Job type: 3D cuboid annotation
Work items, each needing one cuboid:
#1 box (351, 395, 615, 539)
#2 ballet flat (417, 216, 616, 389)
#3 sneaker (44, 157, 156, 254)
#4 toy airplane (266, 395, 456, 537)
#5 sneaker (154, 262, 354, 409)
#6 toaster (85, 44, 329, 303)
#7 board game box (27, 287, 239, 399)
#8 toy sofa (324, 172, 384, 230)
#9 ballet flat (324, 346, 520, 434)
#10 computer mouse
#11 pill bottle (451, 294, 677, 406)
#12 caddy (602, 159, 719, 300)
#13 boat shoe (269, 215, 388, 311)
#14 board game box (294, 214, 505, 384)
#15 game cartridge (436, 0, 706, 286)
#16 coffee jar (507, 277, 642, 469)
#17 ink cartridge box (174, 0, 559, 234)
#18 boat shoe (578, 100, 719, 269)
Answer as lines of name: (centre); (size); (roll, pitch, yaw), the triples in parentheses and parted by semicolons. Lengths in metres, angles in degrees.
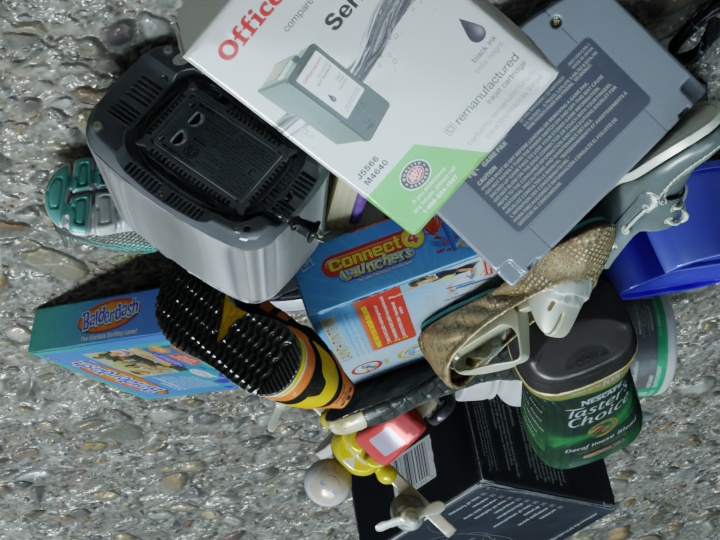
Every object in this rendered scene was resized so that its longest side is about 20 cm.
box: (0.127, 0.230, 1.806); (0.196, 0.124, 0.200); (17, 139, -36)
ballet flat: (0.128, 0.032, 1.298); (0.070, 0.065, 0.200); (2, 150, -45)
sneaker: (-0.151, -0.049, 1.333); (0.200, 0.078, 0.091); (3, 163, -16)
toy airplane: (-0.008, 0.163, 1.595); (0.200, 0.141, 0.199); (24, 152, 32)
sneaker: (-0.082, 0.054, 1.299); (0.090, 0.200, 0.070); (30, 93, -42)
toaster: (-0.099, -0.061, 1.214); (0.200, 0.114, 0.129); (33, 159, 14)
board game box: (-0.164, 0.064, 1.467); (0.200, 0.045, 0.152); (-10, 155, 36)
toy sofa: (0.015, -0.114, 1.244); (0.097, 0.083, 0.200); (-1, 148, -13)
ballet flat: (0.064, 0.101, 1.448); (0.200, 0.066, 0.057); (-21, 110, -16)
computer mouse: (0.255, -0.140, 1.297); (0.059, 0.034, 0.200); (-25, 156, -13)
pill bottle: (0.182, 0.067, 1.564); (0.200, 0.113, 0.113); (-4, 149, -11)
caddy: (0.276, -0.047, 1.408); (0.200, 0.105, 0.141); (-7, 167, -37)
boat shoe: (0.000, 0.000, 1.435); (0.200, 0.074, 0.067); (-15, 147, 7)
board game box: (0.057, 0.011, 1.352); (0.195, 0.056, 0.200); (-19, 159, 1)
game cartridge: (0.133, -0.104, 1.220); (0.200, 0.133, 0.042); (-45, 178, 8)
coffee jar: (0.181, 0.087, 1.415); (0.104, 0.085, 0.200); (-22, 149, -1)
ink cartridge box: (0.002, -0.144, 1.084); (0.200, 0.084, 0.146); (36, 104, -23)
boat shoe: (0.220, -0.061, 1.266); (0.062, 0.073, 0.200); (45, 142, -4)
